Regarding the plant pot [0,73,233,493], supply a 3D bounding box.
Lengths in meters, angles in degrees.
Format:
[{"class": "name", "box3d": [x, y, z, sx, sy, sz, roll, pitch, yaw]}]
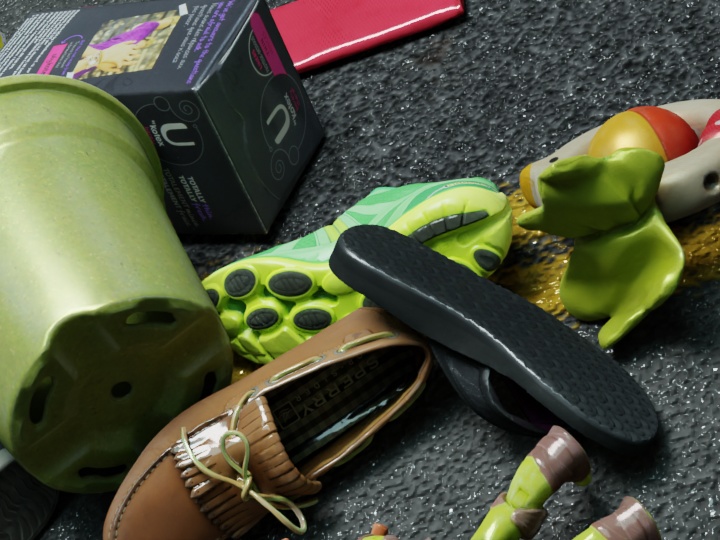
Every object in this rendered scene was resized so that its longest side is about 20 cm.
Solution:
[{"class": "plant pot", "box3d": [-0.169, 0.020, 0.918, 0.200, 0.201, 0.184, -35, 46, -7]}]

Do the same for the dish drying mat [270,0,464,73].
[{"class": "dish drying mat", "box3d": [-0.022, -0.174, 1.160, 0.199, 0.018, 0.077, -17, 43, 13]}]

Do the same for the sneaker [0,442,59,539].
[{"class": "sneaker", "box3d": [-0.273, 0.167, 0.924, 0.106, 0.075, 0.200, 16, 48, 45]}]

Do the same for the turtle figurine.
[{"class": "turtle figurine", "box3d": [0.049, 0.144, 0.758, 0.161, 0.065, 0.200, -38, 41, -10]}]

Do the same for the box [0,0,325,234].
[{"class": "box", "box3d": [-0.144, -0.101, 1.072, 0.199, 0.123, 0.106, 1, 45, 30]}]

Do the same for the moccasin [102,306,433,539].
[{"class": "moccasin", "box3d": [-0.046, 0.095, 0.855, 0.201, 0.074, 0.078, -30, 15, -13]}]

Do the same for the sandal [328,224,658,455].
[{"class": "sandal", "box3d": [0.067, 0.043, 0.842, 0.200, 0.048, 0.075, 33, 28, 25]}]

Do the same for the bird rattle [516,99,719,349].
[{"class": "bird rattle", "box3d": [0.169, -0.062, 0.878, 0.200, 0.113, 0.163, -34, 24, -10]}]

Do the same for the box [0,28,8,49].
[{"class": "box", "box3d": [-0.281, -0.120, 1.163, 0.038, 0.137, 0.201, -22, 41, 9]}]

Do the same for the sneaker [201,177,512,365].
[{"class": "sneaker", "box3d": [0.000, 0.000, 0.944, 0.199, 0.074, 0.084, -18, 14, 19]}]
